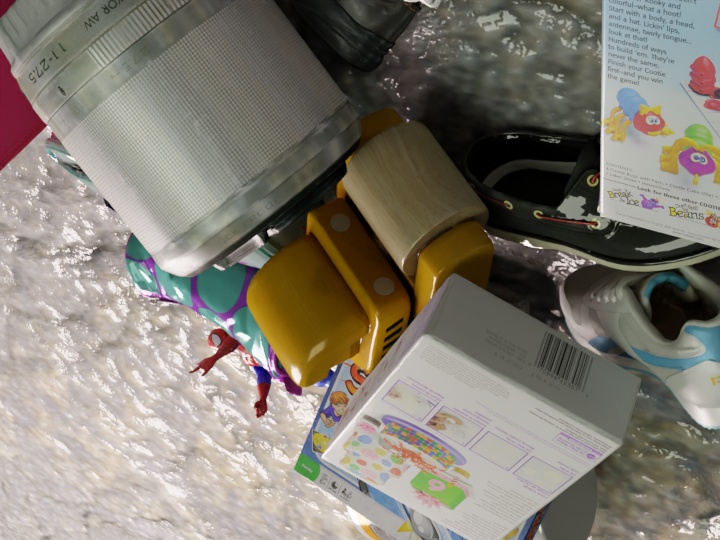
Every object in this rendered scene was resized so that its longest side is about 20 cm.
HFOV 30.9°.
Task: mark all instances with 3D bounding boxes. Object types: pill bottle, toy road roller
[{"bbox_3d":[0.093,0.185,1.116,0.199,0.117,0.117,-1,130,39],"label":"pill bottle"},{"bbox_3d":[0.000,0.000,0.914,0.123,0.146,0.200,55,161,22],"label":"toy road roller"}]

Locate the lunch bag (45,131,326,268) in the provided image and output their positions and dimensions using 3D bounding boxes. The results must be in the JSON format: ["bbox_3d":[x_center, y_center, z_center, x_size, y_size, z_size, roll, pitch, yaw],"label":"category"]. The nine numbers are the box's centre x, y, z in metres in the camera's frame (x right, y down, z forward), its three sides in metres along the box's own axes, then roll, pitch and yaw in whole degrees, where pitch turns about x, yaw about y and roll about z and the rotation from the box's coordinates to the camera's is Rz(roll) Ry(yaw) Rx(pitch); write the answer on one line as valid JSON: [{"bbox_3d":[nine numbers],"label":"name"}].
[{"bbox_3d":[-0.139,-0.071,1.000,0.199,0.077,0.160,20,172,31],"label":"lunch bag"}]

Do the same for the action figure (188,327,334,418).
[{"bbox_3d":[-0.069,0.098,1.174,0.199,0.099,0.065,15,138,30],"label":"action figure"}]

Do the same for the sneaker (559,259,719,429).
[{"bbox_3d":[0.193,0.026,0.853,0.081,0.076,0.200,64,167,-25],"label":"sneaker"}]

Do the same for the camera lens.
[{"bbox_3d":[-0.109,-0.110,0.817,0.200,0.160,0.160,52,142,-8],"label":"camera lens"}]

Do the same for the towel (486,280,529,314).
[{"bbox_3d":[0.042,0.036,1.063,0.199,0.035,0.133,22,142,19],"label":"towel"}]

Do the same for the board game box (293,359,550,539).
[{"bbox_3d":[0.055,0.151,1.039,0.199,0.034,0.136,29,107,23],"label":"board game box"}]

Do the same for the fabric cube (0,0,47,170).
[{"bbox_3d":[-0.311,-0.217,0.936,0.199,0.196,0.201,16,139,26],"label":"fabric cube"}]

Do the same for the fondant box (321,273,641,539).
[{"bbox_3d":[0.076,0.103,0.891,0.144,0.058,0.200,29,142,-4],"label":"fondant box"}]

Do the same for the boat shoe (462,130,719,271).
[{"bbox_3d":[0.154,-0.049,0.842,0.201,0.074,0.063,11,145,38],"label":"boat shoe"}]

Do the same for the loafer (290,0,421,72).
[{"bbox_3d":[-0.040,-0.221,0.835,0.200,0.073,0.072,45,105,0],"label":"loafer"}]

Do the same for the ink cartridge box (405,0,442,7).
[{"bbox_3d":[0.028,-0.241,0.628,0.144,0.200,0.084,31,144,7],"label":"ink cartridge box"}]

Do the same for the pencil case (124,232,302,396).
[{"bbox_3d":[-0.105,0.018,1.085,0.200,0.093,0.085,29,-177,36],"label":"pencil case"}]

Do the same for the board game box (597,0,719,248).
[{"bbox_3d":[0.180,-0.119,0.621,0.104,0.103,0.201,18,140,25],"label":"board game box"}]
